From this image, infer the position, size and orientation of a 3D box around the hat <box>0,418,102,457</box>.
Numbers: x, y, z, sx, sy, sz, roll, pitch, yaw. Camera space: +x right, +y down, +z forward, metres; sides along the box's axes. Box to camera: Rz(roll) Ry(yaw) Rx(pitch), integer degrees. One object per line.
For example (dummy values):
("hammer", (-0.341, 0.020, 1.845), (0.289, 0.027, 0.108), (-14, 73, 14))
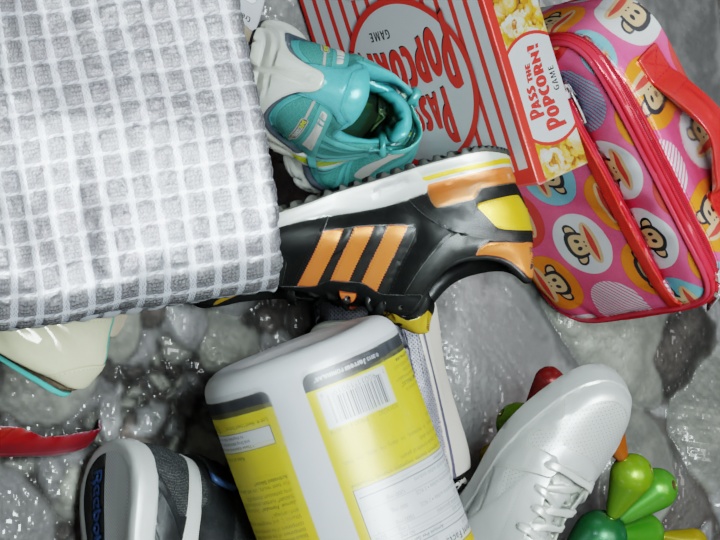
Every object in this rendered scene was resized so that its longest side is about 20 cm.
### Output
("hat", (-0.250, 0.122, 1.390), (0.200, 0.176, 0.166), (7, 73, 2))

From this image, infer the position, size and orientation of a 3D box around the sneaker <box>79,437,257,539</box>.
("sneaker", (-0.097, 0.196, 1.475), (0.112, 0.073, 0.200), (13, 77, -39))

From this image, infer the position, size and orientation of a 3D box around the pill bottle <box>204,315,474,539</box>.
("pill bottle", (-0.002, 0.133, 1.474), (0.112, 0.112, 0.200), (-22, 94, -39))

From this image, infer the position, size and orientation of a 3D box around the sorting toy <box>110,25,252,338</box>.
("sorting toy", (-0.151, -0.100, 1.415), (0.199, 0.070, 0.200), (38, 63, -28))

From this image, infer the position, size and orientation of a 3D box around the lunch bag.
("lunch bag", (0.154, -0.068, 1.646), (0.082, 0.176, 0.200), (-42, 111, -35))

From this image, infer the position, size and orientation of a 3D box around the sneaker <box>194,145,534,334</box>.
("sneaker", (0.000, 0.000, 1.512), (0.200, 0.070, 0.090), (-20, 83, 4))

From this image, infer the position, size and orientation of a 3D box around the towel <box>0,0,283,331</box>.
("towel", (-0.132, -0.076, 1.312), (0.166, 0.086, 0.200), (-10, 90, -19))

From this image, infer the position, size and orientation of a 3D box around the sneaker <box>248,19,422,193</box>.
("sneaker", (-0.003, -0.079, 1.484), (0.200, 0.080, 0.078), (23, 82, -71))

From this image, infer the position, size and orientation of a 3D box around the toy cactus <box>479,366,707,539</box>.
("toy cactus", (0.124, 0.173, 1.666), (0.165, 0.102, 0.200), (-42, 115, -15))

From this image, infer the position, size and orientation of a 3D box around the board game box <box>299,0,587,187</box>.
("board game box", (0.038, -0.141, 1.574), (0.046, 0.151, 0.200), (-25, 100, -40))

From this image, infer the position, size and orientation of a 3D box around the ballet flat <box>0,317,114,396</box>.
("ballet flat", (-0.209, -0.007, 1.358), (0.200, 0.069, 0.069), (28, 67, -21))

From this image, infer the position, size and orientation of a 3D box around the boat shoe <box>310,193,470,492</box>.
("boat shoe", (-0.004, 0.055, 1.566), (0.093, 0.075, 0.200), (-28, 102, -43))

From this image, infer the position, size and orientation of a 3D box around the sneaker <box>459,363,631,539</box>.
("sneaker", (0.102, 0.157, 1.555), (0.074, 0.116, 0.200), (31, 104, -33))

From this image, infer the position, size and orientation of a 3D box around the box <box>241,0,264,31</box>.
("box", (-0.139, -0.114, 1.497), (0.156, 0.041, 0.200), (26, 68, -34))
